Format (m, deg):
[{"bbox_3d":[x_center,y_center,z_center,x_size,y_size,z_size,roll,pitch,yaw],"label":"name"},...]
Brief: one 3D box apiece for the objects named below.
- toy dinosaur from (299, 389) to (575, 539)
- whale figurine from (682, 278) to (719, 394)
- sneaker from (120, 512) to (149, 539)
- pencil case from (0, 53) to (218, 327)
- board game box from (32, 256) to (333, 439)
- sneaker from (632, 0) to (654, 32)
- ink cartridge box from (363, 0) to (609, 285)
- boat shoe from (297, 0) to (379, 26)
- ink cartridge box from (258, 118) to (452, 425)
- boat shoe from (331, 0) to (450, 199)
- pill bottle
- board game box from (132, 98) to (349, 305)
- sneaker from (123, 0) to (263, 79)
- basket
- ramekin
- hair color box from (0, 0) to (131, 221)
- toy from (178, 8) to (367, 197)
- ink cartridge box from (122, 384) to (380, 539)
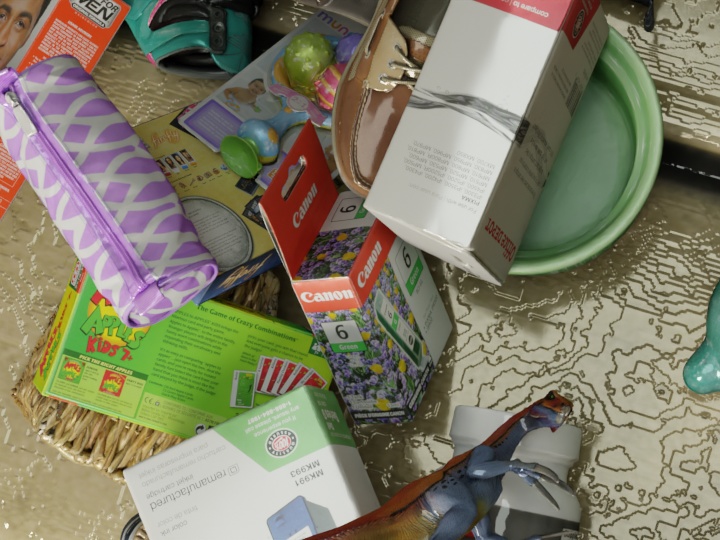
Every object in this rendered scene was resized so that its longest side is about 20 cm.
[{"bbox_3d":[0.070,0.136,1.239,0.199,0.105,0.182,26,43,-7],"label":"toy dinosaur"},{"bbox_3d":[0.307,0.077,1.335,0.158,0.104,0.202,4,83,11],"label":"whale figurine"},{"bbox_3d":[-0.085,0.217,1.418,0.199,0.108,0.071,15,81,-18],"label":"sneaker"},{"bbox_3d":[-0.178,-0.056,1.284,0.084,0.085,0.200,-39,78,5],"label":"pencil case"},{"bbox_3d":[-0.123,0.067,1.361,0.199,0.048,0.102,20,91,-20],"label":"board game box"},{"bbox_3d":[0.169,-0.229,1.422,0.199,0.078,0.140,-34,76,5],"label":"sneaker"},{"bbox_3d":[0.088,-0.105,1.282,0.082,0.147,0.201,22,86,15],"label":"ink cartridge box"},{"bbox_3d":[-0.028,-0.229,1.399,0.199,0.072,0.076,29,97,-22],"label":"boat shoe"},{"bbox_3d":[0.000,0.000,1.349,0.050,0.201,0.109,-5,36,27],"label":"ink cartridge box"},{"bbox_3d":[0.031,-0.148,1.325,0.075,0.072,0.202,16,81,-12],"label":"boat shoe"},{"bbox_3d":[0.094,0.204,1.353,0.115,0.116,0.202,9,84,12],"label":"pill bottle"},{"bbox_3d":[-0.090,-0.065,1.399,0.136,0.200,0.035,49,132,13],"label":"board game box"},{"bbox_3d":[-0.090,-0.207,1.465,0.199,0.084,0.122,-20,73,16],"label":"sneaker"},{"bbox_3d":[-0.157,0.058,1.452,0.142,0.149,0.201,29,87,-19],"label":"basket"},{"bbox_3d":[0.126,-0.090,1.399,0.198,0.098,0.202,-2,81,11],"label":"ramekin"},{"bbox_3d":[-0.273,-0.146,1.483,0.101,0.061,0.201,29,87,51],"label":"hair color box"},{"bbox_3d":[-0.029,-0.140,1.411,0.115,0.047,0.200,37,56,13],"label":"toy"},{"bbox_3d":[-0.053,0.199,1.287,0.145,0.087,0.201,-24,80,7],"label":"ink cartridge box"}]
